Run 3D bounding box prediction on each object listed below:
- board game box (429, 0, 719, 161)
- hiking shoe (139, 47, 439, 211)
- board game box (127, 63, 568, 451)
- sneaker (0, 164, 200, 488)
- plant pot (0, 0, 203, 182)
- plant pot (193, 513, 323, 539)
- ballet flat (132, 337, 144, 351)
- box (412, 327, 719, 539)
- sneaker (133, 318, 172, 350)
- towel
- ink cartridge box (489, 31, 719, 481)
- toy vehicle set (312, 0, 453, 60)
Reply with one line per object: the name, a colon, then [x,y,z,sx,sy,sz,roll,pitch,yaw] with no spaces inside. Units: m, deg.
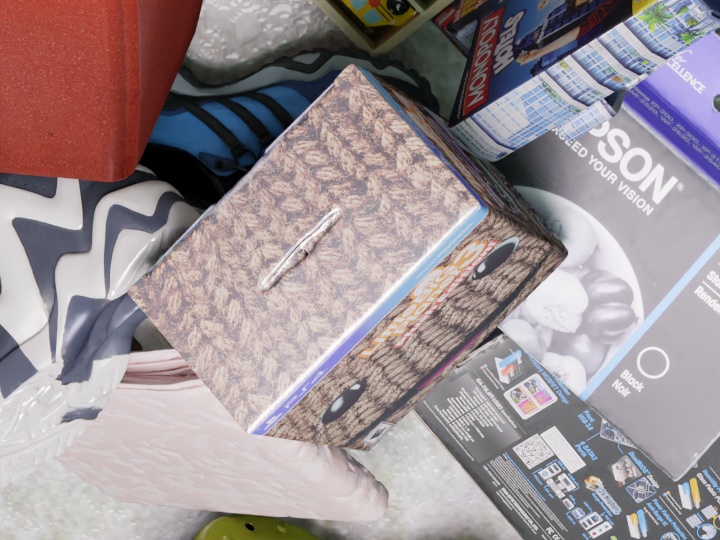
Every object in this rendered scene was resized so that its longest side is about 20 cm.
board game box: [0.115,-0.134,1.366,0.199,0.201,0.062,-32,115,33]
hiking shoe: [-0.056,-0.065,1.435,0.198,0.087,0.075,-3,144,6]
board game box: [0.000,0.000,1.354,0.159,0.200,0.097,-45,74,9]
sneaker: [-0.179,0.011,1.372,0.200,0.130,0.079,-52,148,16]
plant pot: [-0.170,-0.157,1.324,0.198,0.201,0.177,5,134,14]
plant pot: [-0.080,0.255,1.568,0.199,0.201,0.194,24,115,-13]
ballet flat: [-0.148,0.025,1.519,0.199,0.068,0.073,26,98,-10]
box: [0.160,0.082,1.549,0.198,0.050,0.200,-33,114,17]
sneaker: [-0.125,-0.011,1.458,0.070,0.080,0.200,-45,96,-10]
towel: [-0.106,0.089,1.477,0.190,0.032,0.200,1,157,30]
ink cartridge box: [0.164,-0.021,1.446,0.198,0.043,0.200,40,108,3]
toy vehicle set: [-0.012,-0.218,1.390,0.124,0.027,0.200,-37,113,20]
